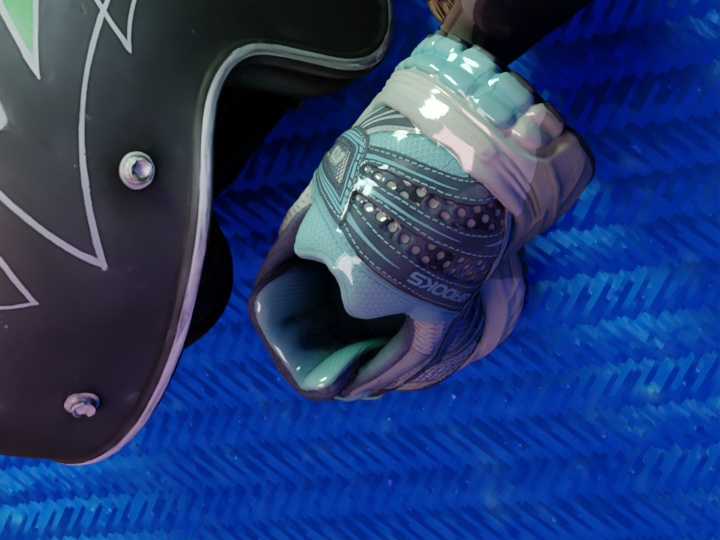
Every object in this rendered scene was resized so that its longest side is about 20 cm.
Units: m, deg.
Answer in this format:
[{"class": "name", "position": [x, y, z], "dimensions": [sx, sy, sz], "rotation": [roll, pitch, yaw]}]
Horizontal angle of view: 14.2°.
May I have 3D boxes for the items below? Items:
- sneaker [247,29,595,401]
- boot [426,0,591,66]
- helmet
[{"class": "sneaker", "position": [0.000, 0.000, 0.833], "dimensions": [0.078, 0.086, 0.200], "rotation": [43, 163, 9]}, {"class": "boot", "position": [0.015, -0.140, 0.760], "dimensions": [0.151, 0.073, 0.200], "rotation": [53, 173, 7]}, {"class": "helmet", "position": [-0.103, -0.046, 0.847], "dimensions": [0.199, 0.190, 0.201], "rotation": [18, 123, 31]}]
